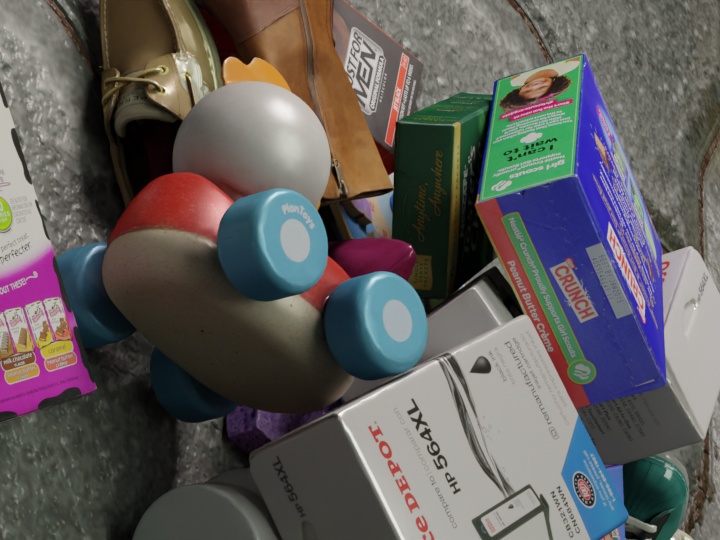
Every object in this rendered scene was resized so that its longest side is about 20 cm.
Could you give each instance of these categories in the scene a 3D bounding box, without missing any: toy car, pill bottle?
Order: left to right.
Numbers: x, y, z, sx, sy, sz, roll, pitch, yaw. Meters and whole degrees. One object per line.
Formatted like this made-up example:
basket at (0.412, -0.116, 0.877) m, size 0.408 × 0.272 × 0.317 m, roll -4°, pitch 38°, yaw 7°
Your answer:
toy car at (-0.058, -0.035, 1.511) m, size 0.177 × 0.184 × 0.201 m, roll 39°, pitch 53°, yaw -34°
pill bottle at (-0.045, 0.176, 1.534) m, size 0.200 × 0.114 × 0.115 m, roll 6°, pitch 69°, yaw -59°

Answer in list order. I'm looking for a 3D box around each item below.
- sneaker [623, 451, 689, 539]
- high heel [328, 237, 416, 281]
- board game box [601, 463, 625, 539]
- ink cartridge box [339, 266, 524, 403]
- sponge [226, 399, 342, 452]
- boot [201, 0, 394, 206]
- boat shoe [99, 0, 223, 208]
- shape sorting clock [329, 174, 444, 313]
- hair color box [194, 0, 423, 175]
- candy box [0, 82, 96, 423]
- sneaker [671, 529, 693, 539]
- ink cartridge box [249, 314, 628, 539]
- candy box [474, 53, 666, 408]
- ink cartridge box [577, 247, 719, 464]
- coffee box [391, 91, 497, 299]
sneaker at (0.186, 0.214, 1.861) m, size 0.071 × 0.200 × 0.080 m, roll 23°, pitch 44°, yaw 2°
high heel at (0.000, 0.000, 1.674) m, size 0.067 × 0.096 × 0.200 m, roll 49°, pitch 9°, yaw -15°
board game box at (0.102, 0.206, 1.683) m, size 0.200 × 0.045 × 0.135 m, roll -4°, pitch 92°, yaw -49°
ink cartridge box at (0.059, 0.060, 1.692) m, size 0.067 × 0.116 × 0.200 m, roll 54°, pitch 9°, yaw 1°
sponge at (-0.019, 0.110, 1.702) m, size 0.200 × 0.030 × 0.112 m, roll 45°, pitch 39°, yaw -41°
boot at (-0.016, -0.146, 1.646) m, size 0.188 × 0.068 × 0.201 m, roll -17°, pitch 83°, yaw -56°
boat shoe at (-0.126, -0.099, 1.585) m, size 0.066 × 0.074 × 0.201 m, roll -7°, pitch 80°, yaw -65°
shape sorting clock at (0.026, -0.046, 1.828) m, size 0.200 × 0.039 × 0.200 m, roll 53°, pitch 26°, yaw -40°
hair color box at (-0.053, -0.148, 1.708) m, size 0.200 × 0.061 × 0.102 m, roll 35°, pitch 44°, yaw -26°
candy box at (-0.231, -0.011, 1.369) m, size 0.136 × 0.061 × 0.201 m, roll -15°, pitch 89°, yaw -61°
sneaker at (0.234, 0.288, 1.982) m, size 0.081 × 0.088 × 0.201 m, roll 13°, pitch 64°, yaw -57°
ink cartridge box at (0.049, 0.130, 1.489) m, size 0.200 × 0.084 × 0.146 m, roll -25°, pitch 88°, yaw -50°
candy box at (0.146, -0.028, 1.716) m, size 0.200 × 0.077 × 0.169 m, roll -80°, pitch 148°, yaw -62°
ink cartridge box at (0.160, 0.078, 1.838) m, size 0.084 × 0.199 × 0.146 m, roll 59°, pitch 32°, yaw -22°
coffee box at (0.065, -0.055, 1.754) m, size 0.200 × 0.044 × 0.123 m, roll -29°, pitch 123°, yaw -73°
